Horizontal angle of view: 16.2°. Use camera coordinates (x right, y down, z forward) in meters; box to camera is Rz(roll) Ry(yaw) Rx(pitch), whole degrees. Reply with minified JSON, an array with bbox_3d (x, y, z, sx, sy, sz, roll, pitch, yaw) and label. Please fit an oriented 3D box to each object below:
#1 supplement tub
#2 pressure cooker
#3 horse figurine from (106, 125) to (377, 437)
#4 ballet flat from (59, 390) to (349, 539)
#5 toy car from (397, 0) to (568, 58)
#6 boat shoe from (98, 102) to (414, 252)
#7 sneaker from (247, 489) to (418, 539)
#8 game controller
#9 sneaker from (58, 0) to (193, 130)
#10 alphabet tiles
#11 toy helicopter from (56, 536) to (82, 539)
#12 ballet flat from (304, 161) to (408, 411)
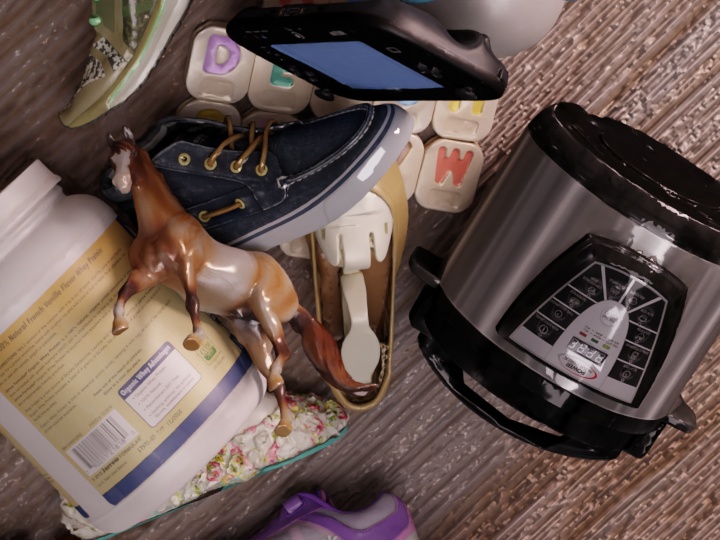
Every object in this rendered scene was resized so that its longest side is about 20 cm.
[{"bbox_3d":[-0.171,0.045,1.539,0.144,0.144,0.200,-42,97,10],"label":"supplement tub"},{"bbox_3d":[0.140,0.018,1.587,0.179,0.176,0.200,13,116,-48],"label":"pressure cooker"},{"bbox_3d":[-0.081,0.016,1.498,0.200,0.133,0.050,32,124,-30],"label":"horse figurine"},{"bbox_3d":[-0.107,0.114,1.642,0.200,0.076,0.064,-23,108,-2],"label":"ballet flat"},{"bbox_3d":[0.060,-0.189,1.500,0.177,0.184,0.200,-3,139,-9],"label":"toy car"},{"bbox_3d":[-0.067,-0.064,1.529,0.200,0.071,0.091,-29,118,32],"label":"boat shoe"},{"bbox_3d":[-0.046,0.192,1.690,0.200,0.089,0.080,-8,161,13],"label":"sneaker"},{"bbox_3d":[0.001,-0.126,1.471,0.104,0.200,0.042,16,85,-29],"label":"game controller"},{"bbox_3d":[-0.140,-0.179,1.511,0.089,0.077,0.200,29,101,-7],"label":"sneaker"},{"bbox_3d":[-0.015,-0.095,1.594,0.200,0.015,0.196,8,112,-13],"label":"alphabet tiles"},{"bbox_3d":[-0.214,0.246,1.609,0.079,0.200,0.132,7,96,-14],"label":"toy helicopter"},{"bbox_3d":[0.000,0.000,1.602,0.069,0.063,0.200,-6,121,-3],"label":"ballet flat"}]
